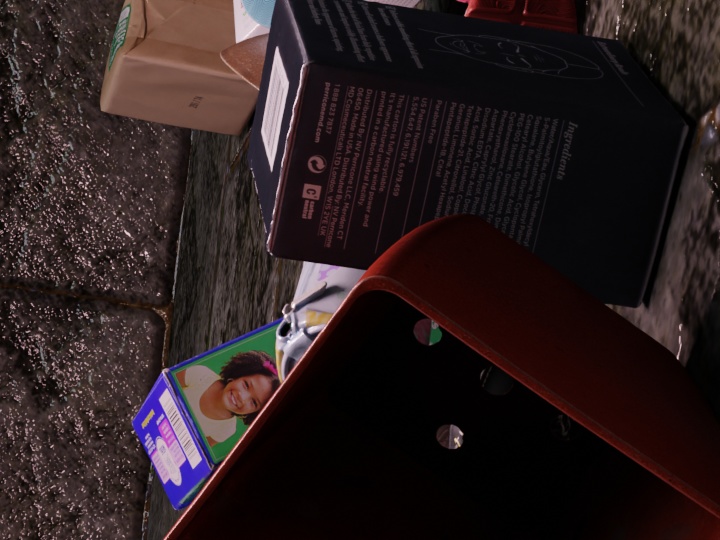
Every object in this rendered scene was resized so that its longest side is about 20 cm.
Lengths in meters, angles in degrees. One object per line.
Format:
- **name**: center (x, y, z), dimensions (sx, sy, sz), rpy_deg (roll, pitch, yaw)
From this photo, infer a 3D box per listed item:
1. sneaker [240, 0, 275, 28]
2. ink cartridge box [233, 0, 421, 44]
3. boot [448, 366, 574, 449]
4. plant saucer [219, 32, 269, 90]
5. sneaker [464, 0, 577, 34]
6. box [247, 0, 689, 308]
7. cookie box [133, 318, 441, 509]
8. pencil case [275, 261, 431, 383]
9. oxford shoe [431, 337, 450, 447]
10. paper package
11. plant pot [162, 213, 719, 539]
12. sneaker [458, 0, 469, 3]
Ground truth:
- **sneaker**: center (-0.007, -0.260, 1.502), dimensions (0.200, 0.080, 0.131), rpy_deg (-52, 8, 27)
- **ink cartridge box**: center (-0.002, -0.250, 1.647), dimensions (0.200, 0.084, 0.176), rpy_deg (-43, 26, 19)
- **boot**: center (0.085, 0.135, 1.166), dimensions (0.154, 0.073, 0.204), rpy_deg (-96, 11, -46)
- **plant saucer**: center (-0.002, -0.115, 1.512), dimensions (0.037, 0.200, 0.200), rpy_deg (-59, 15, 9)
- **sneaker**: center (0.079, -0.094, 1.357), dimensions (0.116, 0.078, 0.200), rpy_deg (172, 107, -77)
- **box**: center (0.050, -0.067, 1.153), dimensions (0.148, 0.200, 0.107), rpy_deg (-107, 26, -68)
- **cookie box**: center (-0.039, 0.076, 1.462), dimensions (0.075, 0.200, 0.171), rpy_deg (63, 162, 8)
- **pencil case**: center (0.000, 0.000, 1.331), dimensions (0.200, 0.091, 0.083), rpy_deg (-80, 15, -49)
- **oxford shoe**: center (0.055, 0.076, 1.352), dimensions (0.200, 0.073, 0.071), rpy_deg (119, 156, -63)
- **paper package**: center (-0.212, -0.255, 2.676), dimensions (0.200, 0.190, 0.104), rpy_deg (131, 145, -69)
- **plant pot**: center (0.050, 0.088, 1.001), dimensions (0.200, 0.200, 0.176), rpy_deg (-53, 5, 28)
- **sneaker**: center (0.093, -0.273, 1.456), dimensions (0.075, 0.081, 0.200), rpy_deg (-41, -31, -60)
